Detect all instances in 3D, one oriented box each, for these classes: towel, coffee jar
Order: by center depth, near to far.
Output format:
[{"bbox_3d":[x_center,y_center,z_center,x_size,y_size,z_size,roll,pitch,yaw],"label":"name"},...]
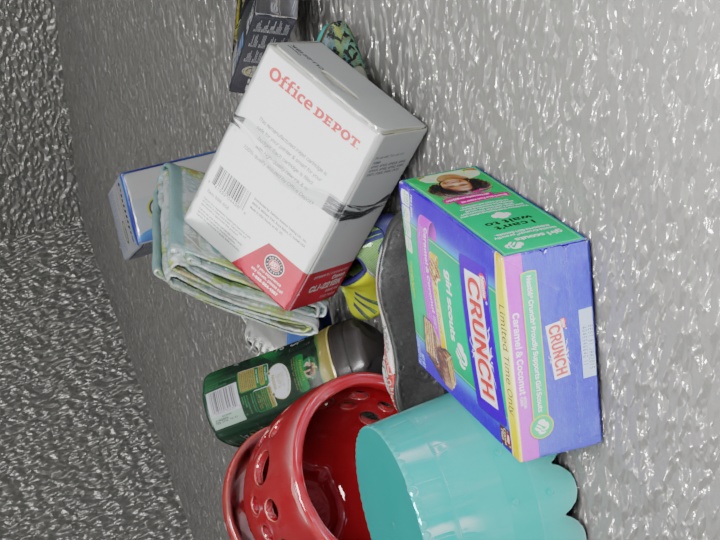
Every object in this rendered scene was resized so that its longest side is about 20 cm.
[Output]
[{"bbox_3d":[-0.119,-0.024,1.446,0.048,0.171,0.200,-59,22,27],"label":"towel"},{"bbox_3d":[-0.061,0.120,1.574,0.104,0.199,0.086,27,-135,-61],"label":"coffee jar"}]

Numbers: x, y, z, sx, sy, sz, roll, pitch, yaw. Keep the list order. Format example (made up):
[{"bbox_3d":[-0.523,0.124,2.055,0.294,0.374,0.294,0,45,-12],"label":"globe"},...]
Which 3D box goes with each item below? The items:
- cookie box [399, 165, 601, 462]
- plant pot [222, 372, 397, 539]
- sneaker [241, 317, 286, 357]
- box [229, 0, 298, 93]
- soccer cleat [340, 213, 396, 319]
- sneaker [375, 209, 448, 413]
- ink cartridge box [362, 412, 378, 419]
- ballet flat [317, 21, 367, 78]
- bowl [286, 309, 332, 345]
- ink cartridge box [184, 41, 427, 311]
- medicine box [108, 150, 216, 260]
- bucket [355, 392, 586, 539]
[{"bbox_3d":[0.106,0.028,1.154,0.200,0.075,0.172,-138,38,-62],"label":"cookie box"},{"bbox_3d":[-0.025,0.223,1.467,0.182,0.200,0.201,-37,67,50],"label":"plant pot"},{"bbox_3d":[-0.120,0.099,2.002,0.200,0.071,0.073,-120,22,-44],"label":"sneaker"},{"bbox_3d":[-0.097,-0.293,1.536,0.200,0.049,0.162,129,144,-70],"label":"box"},{"bbox_3d":[0.000,-0.001,1.478,0.200,0.083,0.065,114,139,-66],"label":"soccer cleat"},{"bbox_3d":[0.047,0.040,1.384,0.108,0.067,0.202,-137,43,-85],"label":"sneaker"},{"bbox_3d":[0.016,0.230,1.657,0.115,0.068,0.201,-130,29,-59],"label":"ink cartridge box"},{"bbox_3d":[-0.016,-0.137,1.423,0.074,0.074,0.201,-128,41,-54],"label":"ballet flat"},{"bbox_3d":[-0.055,0.133,1.730,0.201,0.039,0.201,-4,-90,-85],"label":"bowl"},{"bbox_3d":[-0.052,-0.089,1.348,0.144,0.084,0.200,41,119,20],"label":"ink cartridge box"},{"bbox_3d":[-0.243,-0.093,2.051,0.200,0.182,0.103,158,97,-74],"label":"medicine box"},{"bbox_3d":[0.088,0.201,1.262,0.207,0.134,0.208,166,90,-75],"label":"bucket"}]
